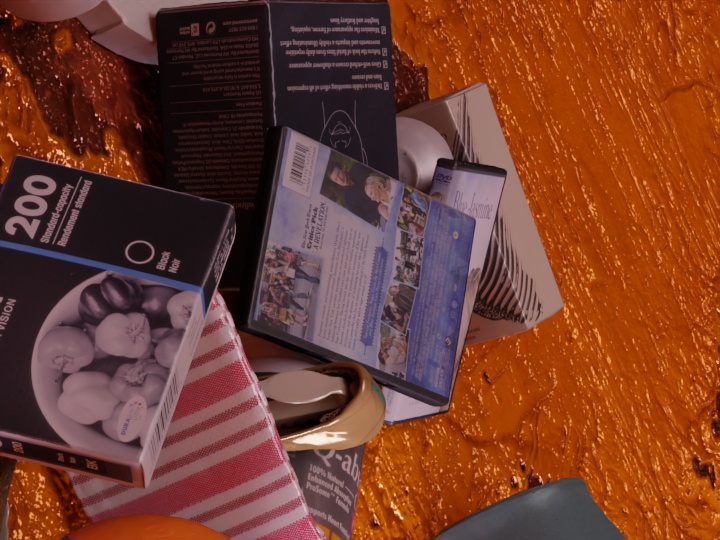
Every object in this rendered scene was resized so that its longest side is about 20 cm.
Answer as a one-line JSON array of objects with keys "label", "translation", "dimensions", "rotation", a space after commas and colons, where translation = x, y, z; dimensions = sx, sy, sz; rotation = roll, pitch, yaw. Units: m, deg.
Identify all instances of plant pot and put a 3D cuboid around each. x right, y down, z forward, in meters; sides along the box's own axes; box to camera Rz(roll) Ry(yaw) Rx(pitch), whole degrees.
[{"label": "plant pot", "translation": [0.144, 0.270, 1.658], "dimensions": [0.200, 0.200, 0.189], "rotation": [-3, 64, -52]}]

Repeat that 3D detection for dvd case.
[{"label": "dvd case", "translation": [0.064, 0.016, 1.658], "dimensions": [0.143, 0.017, 0.201], "rotation": [-1, 105, -70]}, {"label": "dvd case", "translation": [0.000, 0.000, 1.496], "dimensions": [0.199, 0.017, 0.144], "rotation": [24, 69, -41]}]

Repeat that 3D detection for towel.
[{"label": "towel", "translation": [-0.117, 0.116, 1.382], "dimensions": [0.201, 0.146, 0.030], "rotation": [66, 20, -2]}]

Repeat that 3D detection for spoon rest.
[{"label": "spoon rest", "translation": [0.020, -0.021, 1.685], "dimensions": [0.061, 0.099, 0.201], "rotation": [43, 54, -74]}]

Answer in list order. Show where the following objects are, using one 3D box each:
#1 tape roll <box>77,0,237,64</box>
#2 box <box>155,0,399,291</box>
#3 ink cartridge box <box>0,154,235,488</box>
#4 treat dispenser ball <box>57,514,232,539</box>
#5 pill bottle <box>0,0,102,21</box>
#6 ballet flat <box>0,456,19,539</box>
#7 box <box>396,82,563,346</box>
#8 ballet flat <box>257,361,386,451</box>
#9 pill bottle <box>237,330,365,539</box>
[{"label": "tape roll", "translation": [-0.157, -0.250, 1.569], "dimensions": [0.202, 0.037, 0.204], "rotation": [24, 59, -47]}, {"label": "box", "translation": [-0.056, -0.091, 1.553], "dimensions": [0.148, 0.107, 0.201], "rotation": [-7, 95, -53]}, {"label": "ink cartridge box", "translation": [-0.195, 0.023, 1.305], "dimensions": [0.044, 0.199, 0.199], "rotation": [91, 12, -53]}, {"label": "treat dispenser ball", "translation": [-0.129, 0.247, 1.289], "dimensions": [0.200, 0.200, 0.202], "rotation": [22, 60, -46]}, {"label": "pill bottle", "translation": [-0.212, -0.256, 1.372], "dimensions": [0.200, 0.113, 0.114], "rotation": [80, 18, -57]}, {"label": "ballet flat", "translation": [-0.233, 0.123, 1.323], "dimensions": [0.072, 0.067, 0.201], "rotation": [55, 37, -55]}, {"label": "box", "translation": [0.091, -0.045, 1.778], "dimensions": [0.068, 0.082, 0.201], "rotation": [-28, 99, -52]}, {"label": "ballet flat", "translation": [-0.083, 0.092, 1.419], "dimensions": [0.063, 0.199, 0.069], "rotation": [80, -1, -58]}, {"label": "pill bottle", "translation": [-0.056, 0.131, 1.496], "dimensions": [0.116, 0.116, 0.201], "rotation": [36, 52, -39]}]
